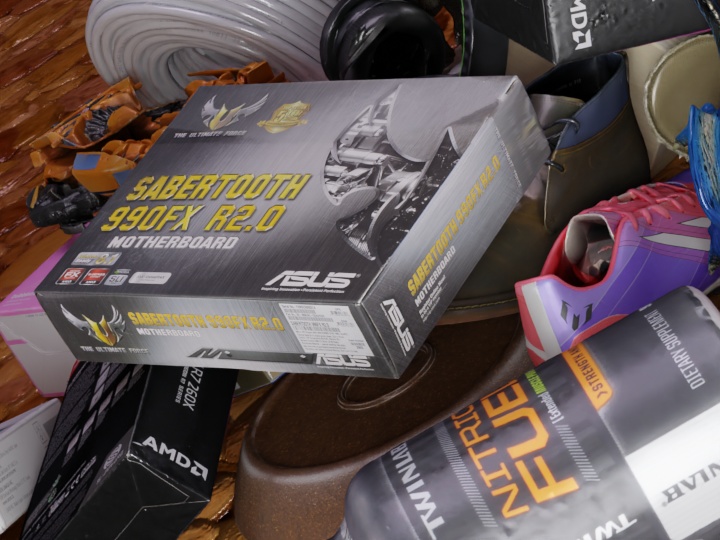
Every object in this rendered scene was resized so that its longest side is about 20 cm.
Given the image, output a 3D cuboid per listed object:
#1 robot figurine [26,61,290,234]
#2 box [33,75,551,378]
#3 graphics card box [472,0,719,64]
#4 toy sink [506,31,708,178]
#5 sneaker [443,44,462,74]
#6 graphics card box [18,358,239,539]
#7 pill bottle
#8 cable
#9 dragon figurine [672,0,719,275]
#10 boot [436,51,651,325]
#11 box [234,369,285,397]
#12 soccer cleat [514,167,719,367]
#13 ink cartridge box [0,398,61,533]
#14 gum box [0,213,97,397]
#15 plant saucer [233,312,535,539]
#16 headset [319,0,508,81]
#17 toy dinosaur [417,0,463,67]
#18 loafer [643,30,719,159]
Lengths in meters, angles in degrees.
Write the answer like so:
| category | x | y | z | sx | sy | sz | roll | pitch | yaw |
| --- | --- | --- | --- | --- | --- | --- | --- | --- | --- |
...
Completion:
| category | x | y | z | sx | sy | sz | roll | pitch | yaw |
| --- | --- | --- | --- | --- | --- | --- | --- | --- | --- |
| robot figurine | -0.126 | -0.078 | 1.486 | 0.145 | 0.058 | 0.200 | -39 | 22 | -30 |
| box | -0.032 | -0.023 | 1.150 | 0.200 | 0.048 | 0.158 | 2 | 44 | 38 |
| graphics card box | 0.162 | -0.154 | 1.188 | 0.200 | 0.051 | 0.125 | -13 | 20 | -13 |
| toy sink | 0.173 | -0.170 | 1.338 | 0.130 | 0.112 | 0.200 | 38 | 59 | 19 |
| sneaker | 0.103 | -0.121 | 1.454 | 0.116 | 0.074 | 0.200 | -42 | 22 | -21 |
| graphics card box | -0.111 | 0.077 | 1.213 | 0.126 | 0.051 | 0.200 | -49 | 16 | 29 |
| pill bottle | 0.067 | 0.098 | 0.941 | 0.200 | 0.106 | 0.106 | -30 | 20 | 1 |
| cable | -0.076 | -0.136 | 1.569 | 0.200 | 0.200 | 0.069 | 5 | 61 | 30 |
| dragon figurine | 0.171 | -0.045 | 1.071 | 0.059 | 0.200 | 0.099 | -8 | 0 | 3 |
| boot | 0.072 | -0.041 | 1.191 | 0.075 | 0.097 | 0.200 | 9 | 23 | 38 |
| box | 0.000 | 0.000 | 1.319 | 0.200 | 0.032 | 0.121 | -36 | 4 | -23 |
| soccer cleat | 0.131 | -0.010 | 1.148 | 0.068 | 0.073 | 0.200 | -15 | 22 | 37 |
| ink cartridge box | -0.245 | 0.136 | 1.283 | 0.176 | 0.045 | 0.200 | -26 | 2 | 7 |
| gum box | -0.111 | 0.011 | 1.441 | 0.200 | 0.066 | 0.114 | -6 | 31 | 48 |
| plant saucer | 0.019 | 0.062 | 1.196 | 0.200 | 0.035 | 0.200 | -26 | 20 | 10 |
| headset | 0.012 | -0.096 | 1.326 | 0.094 | 0.200 | 0.124 | -3 | 47 | -28 |
| toy dinosaur | 0.031 | -0.169 | 1.436 | 0.077 | 0.102 | 0.200 | -34 | 10 | 10 |
| loafer | 0.208 | -0.081 | 1.155 | 0.200 | 0.076 | 0.067 | 6 | 6 | 43 |
